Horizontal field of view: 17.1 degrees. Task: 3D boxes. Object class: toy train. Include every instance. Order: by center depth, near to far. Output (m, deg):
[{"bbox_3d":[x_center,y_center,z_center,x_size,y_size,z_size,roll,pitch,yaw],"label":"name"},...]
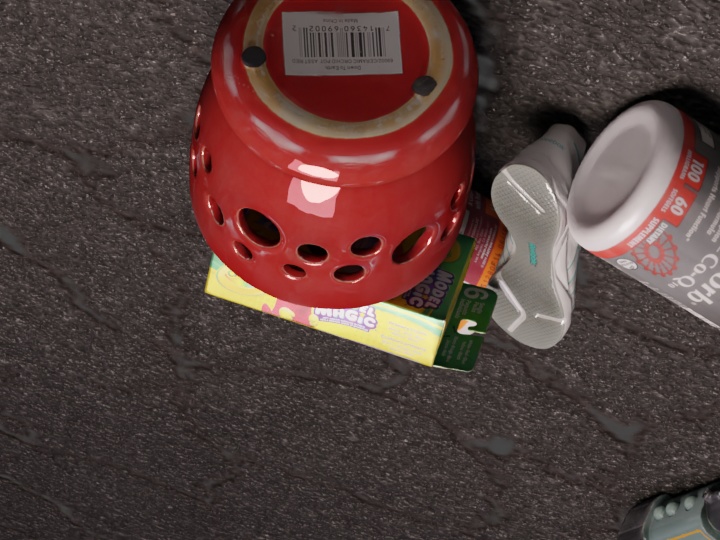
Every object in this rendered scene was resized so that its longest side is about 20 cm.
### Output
[{"bbox_3d":[0.330,0.256,2.267,0.114,0.085,0.200,36,153,-12],"label":"toy train"}]

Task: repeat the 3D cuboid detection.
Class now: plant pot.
[{"bbox_3d":[-0.016,-0.098,1.620,0.200,0.201,0.183,18,154,4],"label":"plant pot"}]

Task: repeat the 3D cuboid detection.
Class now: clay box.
[{"bbox_3d":[0.000,0.000,1.720,0.199,0.115,0.048,17,125,4],"label":"clay box"}]

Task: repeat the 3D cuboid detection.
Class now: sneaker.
[{"bbox_3d":[0.140,-0.022,1.757,0.070,0.080,0.201,25,141,20],"label":"sneaker"}]

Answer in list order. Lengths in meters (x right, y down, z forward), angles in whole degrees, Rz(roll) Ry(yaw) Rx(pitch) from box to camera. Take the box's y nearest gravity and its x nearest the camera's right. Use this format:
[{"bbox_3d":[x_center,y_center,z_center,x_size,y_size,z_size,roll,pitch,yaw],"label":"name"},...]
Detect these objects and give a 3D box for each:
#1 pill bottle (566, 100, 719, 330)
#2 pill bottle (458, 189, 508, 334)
[{"bbox_3d":[0.253,-0.025,1.674,0.200,0.116,0.116,29,154,-22],"label":"pill bottle"},{"bbox_3d":[0.016,-0.036,1.837,0.199,0.110,0.110,26,156,-13],"label":"pill bottle"}]
